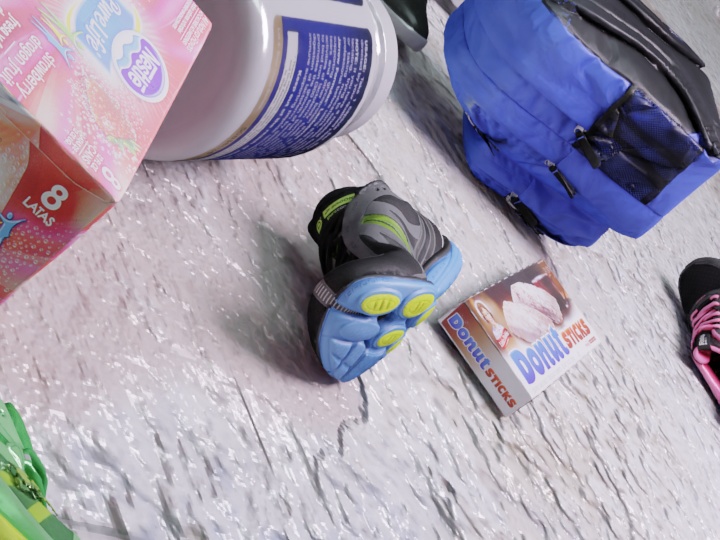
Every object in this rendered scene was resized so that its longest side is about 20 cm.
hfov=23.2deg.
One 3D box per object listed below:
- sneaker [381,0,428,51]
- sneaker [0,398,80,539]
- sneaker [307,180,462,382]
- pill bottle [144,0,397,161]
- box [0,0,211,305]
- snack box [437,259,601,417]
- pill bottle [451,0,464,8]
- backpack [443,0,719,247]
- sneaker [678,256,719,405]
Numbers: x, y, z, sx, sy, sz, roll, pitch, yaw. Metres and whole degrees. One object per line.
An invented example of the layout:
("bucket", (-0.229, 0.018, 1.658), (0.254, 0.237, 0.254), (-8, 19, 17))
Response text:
("sneaker", (0.038, -0.262, 1.366), (0.071, 0.099, 0.201), (34, 28, -43))
("sneaker", (-0.110, 0.080, 0.527), (0.200, 0.074, 0.084), (50, 25, -5))
("sneaker", (0.000, 0.000, 0.912), (0.083, 0.071, 0.200), (46, 16, -1))
("pill bottle", (-0.059, -0.114, 0.894), (0.116, 0.116, 0.200), (56, 21, 10))
("box", (-0.136, -0.069, 0.675), (0.095, 0.102, 0.200), (46, 21, -15))
("snack box", (0.105, 0.039, 1.119), (0.072, 0.024, 0.200), (56, 20, 5))
("pill bottle", (0.114, -0.308, 1.579), (0.116, 0.116, 0.200), (42, 23, -24))
("backpack", (0.147, -0.128, 1.279), (0.200, 0.168, 0.163), (40, 21, -20))
("sneaker", (0.307, 0.059, 1.465), (0.095, 0.079, 0.201), (20, 35, -36))
